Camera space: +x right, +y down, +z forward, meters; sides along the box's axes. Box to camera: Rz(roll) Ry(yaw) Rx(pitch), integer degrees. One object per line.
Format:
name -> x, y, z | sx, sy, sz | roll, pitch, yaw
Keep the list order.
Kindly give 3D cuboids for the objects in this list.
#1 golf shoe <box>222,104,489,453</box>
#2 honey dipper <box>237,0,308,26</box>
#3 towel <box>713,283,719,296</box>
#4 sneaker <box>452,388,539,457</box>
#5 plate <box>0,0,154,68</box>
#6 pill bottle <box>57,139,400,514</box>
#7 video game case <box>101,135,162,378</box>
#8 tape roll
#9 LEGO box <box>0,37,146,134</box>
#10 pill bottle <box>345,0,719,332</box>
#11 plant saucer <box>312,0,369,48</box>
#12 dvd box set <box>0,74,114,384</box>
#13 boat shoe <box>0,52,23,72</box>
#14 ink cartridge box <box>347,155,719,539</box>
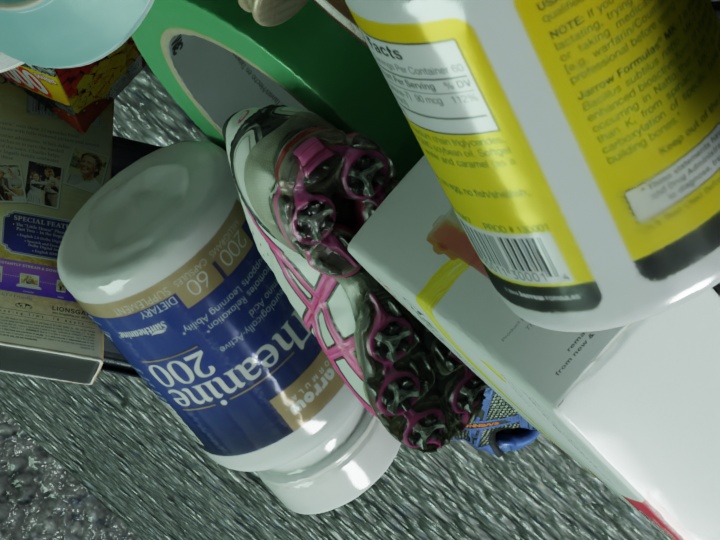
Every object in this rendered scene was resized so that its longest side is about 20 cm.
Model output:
golf shoe -> 0.000, 0.000, 1.294 | 0.092, 0.073, 0.200 | 33, 155, 52
honey dipper -> -0.096, -0.181, 1.213 | 0.200, 0.038, 0.038 | 43, 168, 25
towel -> 0.200, 0.020, 1.094 | 0.191, 0.032, 0.200 | 43, 166, -7
sneaker -> 0.063, 0.075, 1.529 | 0.078, 0.075, 0.200 | 39, 167, -2
plate -> -0.161, -0.184, 1.211 | 0.200, 0.026, 0.200 | 20, 121, 36
pill bottle -> -0.063, 0.036, 1.453 | 0.111, 0.111, 0.200 | 19, 151, 56
video game case -> -0.159, -0.014, 1.533 | 0.200, 0.143, 0.019 | 12, 152, -15
tape roll -> -0.028, -0.083, 1.342 | 0.200, 0.048, 0.200 | 38, 165, 12
LEGO box -> -0.211, -0.183, 1.456 | 0.200, 0.077, 0.149 | 35, 165, 21
pill bottle -> 0.062, -0.088, 0.941 | 0.114, 0.114, 0.200 | 21, 145, 54
plant saucer -> 0.009, -0.133, 1.067 | 0.200, 0.032, 0.200 | 38, 165, 12
dvd box set -> -0.209, -0.038, 1.481 | 0.146, 0.200, 0.029 | 9, 144, -16
boat shoe -> -0.156, -0.137, 1.294 | 0.200, 0.069, 0.072 | -16, 103, 38
ink cartridge box -> 0.102, 0.034, 1.185 | 0.145, 0.083, 0.200 | 44, 178, -33
